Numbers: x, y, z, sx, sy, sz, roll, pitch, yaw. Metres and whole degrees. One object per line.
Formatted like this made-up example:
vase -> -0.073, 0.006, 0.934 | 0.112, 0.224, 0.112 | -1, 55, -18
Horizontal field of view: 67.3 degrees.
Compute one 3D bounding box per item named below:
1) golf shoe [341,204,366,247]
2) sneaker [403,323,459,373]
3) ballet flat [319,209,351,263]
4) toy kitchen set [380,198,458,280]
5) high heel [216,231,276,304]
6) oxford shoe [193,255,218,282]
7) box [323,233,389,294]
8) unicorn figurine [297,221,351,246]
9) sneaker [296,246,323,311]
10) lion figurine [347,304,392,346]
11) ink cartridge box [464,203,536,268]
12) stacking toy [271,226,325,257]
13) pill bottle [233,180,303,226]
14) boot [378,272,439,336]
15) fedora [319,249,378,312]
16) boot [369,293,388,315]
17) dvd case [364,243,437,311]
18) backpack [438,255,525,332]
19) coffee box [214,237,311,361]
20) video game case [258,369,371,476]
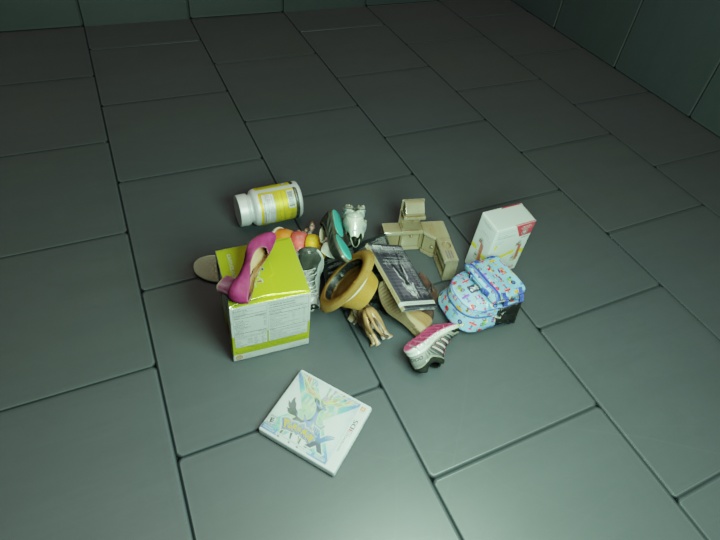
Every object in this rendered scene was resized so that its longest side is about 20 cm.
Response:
golf shoe -> -0.021, -0.108, 1.491 | 0.076, 0.200, 0.100 | 0, 78, 3
sneaker -> 0.188, 0.197, 1.374 | 0.073, 0.089, 0.198 | -10, 11, 46
ballet flat -> -0.070, -0.075, 1.411 | 0.068, 0.068, 0.202 | -34, 39, 17
toy kitchen set -> 0.174, -0.090, 1.591 | 0.195, 0.165, 0.183 | -4, 46, -11
high heel -> -0.233, -0.005, 1.236 | 0.095, 0.068, 0.201 | 19, 61, 28
oxford shoe -> -0.366, -0.007, 1.515 | 0.195, 0.077, 0.058 | -3, 3, 1
box -> 0.000, 0.000, 1.495 | 0.196, 0.080, 0.143 | -19, 44, 5
unicorn figurine -> -0.093, -0.088, 1.627 | 0.196, 0.074, 0.139 | -19, 59, -5
sneaker -> -0.125, 0.038, 1.405 | 0.073, 0.202, 0.117 | -6, 54, -7
lion figurine -> 0.025, 0.125, 1.367 | 0.071, 0.200, 0.124 | -25, 85, -16
ink cartridge box -> 0.408, -0.083, 1.593 | 0.143, 0.202, 0.084 | -16, 52, -22
stacking toy -> -0.144, -0.057, 1.488 | 0.196, 0.148, 0.148 | -7, 42, 18
pill bottle -> -0.285, -0.203, 1.674 | 0.196, 0.116, 0.115 | -14, 49, -21
boot -> 0.131, 0.061, 1.447 | 0.201, 0.072, 0.168 | 51, 41, -21
fedora -> -0.017, 0.043, 1.358 | 0.082, 0.199, 0.203 | 40, 41, -22
boot -> 0.059, 0.028, 1.533 | 0.129, 0.068, 0.200 | -25, 52, -22
dvd case -> 0.105, 0.016, 1.389 | 0.147, 0.016, 0.202 | 1, 52, -50
backpack -> 0.320, 0.068, 1.474 | 0.196, 0.136, 0.184 | -13, 49, -21
coffee box -> -0.244, 0.068, 1.353 | 0.196, 0.200, 0.201 | -11, 47, -18
video game case -> -0.100, 0.339, 1.232 | 0.197, 0.022, 0.183 | 24, 47, 16
